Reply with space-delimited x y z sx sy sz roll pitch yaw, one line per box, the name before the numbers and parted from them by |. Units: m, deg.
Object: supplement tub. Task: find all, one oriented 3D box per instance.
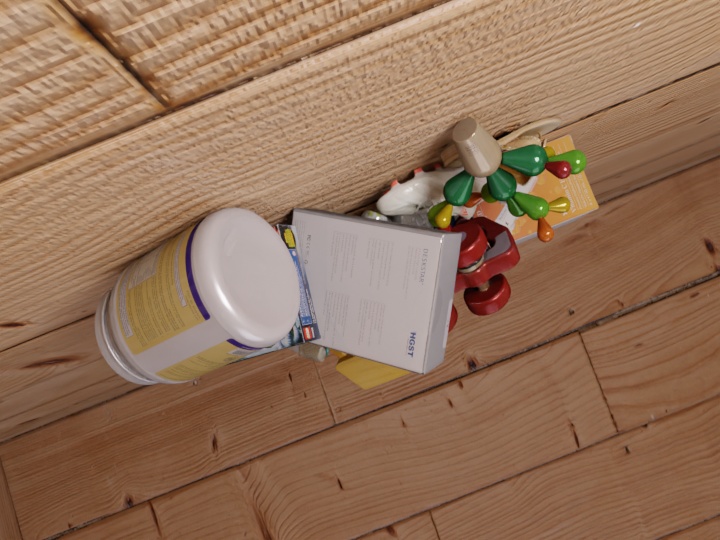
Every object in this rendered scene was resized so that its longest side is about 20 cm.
supplement tub | -0.178 0.036 0.647 0.197 0.149 0.144 -24 173 29

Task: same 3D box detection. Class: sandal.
sandal | 0.191 -0.139 0.764 0.208 0.071 0.077 -18 174 -34

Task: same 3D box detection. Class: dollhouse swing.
dollhouse swing | 0.021 0.059 1.022 0.180 0.177 0.201 -28 -162 37

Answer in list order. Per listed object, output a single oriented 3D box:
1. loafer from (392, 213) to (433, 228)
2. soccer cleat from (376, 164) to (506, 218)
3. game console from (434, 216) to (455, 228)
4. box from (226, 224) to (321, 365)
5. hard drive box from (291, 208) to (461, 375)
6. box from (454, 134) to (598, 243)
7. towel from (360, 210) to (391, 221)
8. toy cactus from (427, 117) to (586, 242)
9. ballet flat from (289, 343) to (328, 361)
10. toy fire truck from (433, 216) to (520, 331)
loafer | 0.092 -0.048 1.003 0.071 0.069 0.201 -57 143 -17
soccer cleat | 0.116 -0.101 0.799 0.196 0.079 0.069 -19 174 -19
game console | 0.172 -0.066 1.158 0.197 0.171 0.120 -15 146 -46
box | -0.150 0.040 0.738 0.196 0.141 0.040 -19 172 29
hard drive box | 0.009 0.018 0.718 0.195 0.161 0.076 12 -171 25
box | 0.253 -0.113 0.955 0.195 0.127 0.098 -21 174 -6
towel | 0.000 0.000 0.877 0.047 0.176 0.200 17 -175 4
toy cactus | 0.148 -0.100 0.678 0.196 0.105 0.165 -10 147 34
ballet flat | -0.103 0.089 0.908 0.061 0.069 0.200 -14 -159 -16
toy fire truck | 0.119 -0.014 0.842 0.196 0.113 0.170 -26 -149 17
